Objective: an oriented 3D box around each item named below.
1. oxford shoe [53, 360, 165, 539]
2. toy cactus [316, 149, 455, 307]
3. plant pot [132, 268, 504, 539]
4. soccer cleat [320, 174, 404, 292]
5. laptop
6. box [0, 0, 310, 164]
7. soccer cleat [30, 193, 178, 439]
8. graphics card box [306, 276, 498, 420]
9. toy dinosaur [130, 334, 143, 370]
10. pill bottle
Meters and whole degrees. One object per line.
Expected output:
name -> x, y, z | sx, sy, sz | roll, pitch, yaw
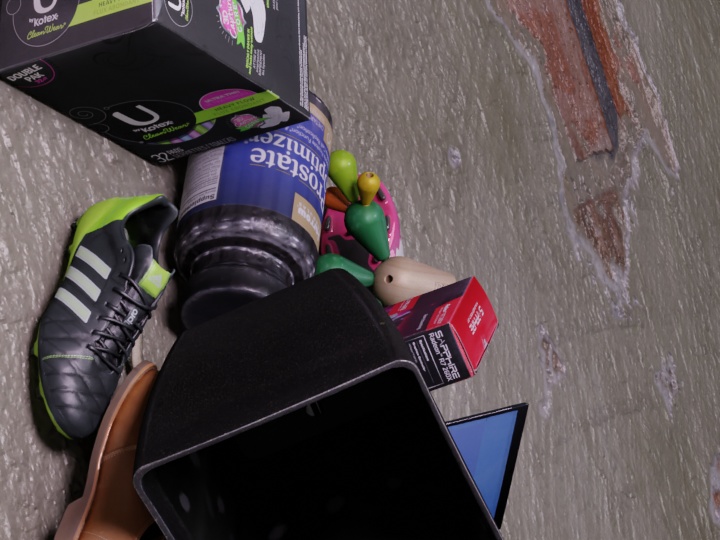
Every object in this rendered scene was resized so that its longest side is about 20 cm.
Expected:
oxford shoe -> -0.154, 0.149, 1.594 | 0.071, 0.071, 0.200 | 92, 10, -51
toy cactus -> 0.000, 0.000, 1.904 | 0.164, 0.102, 0.201 | 9, 73, -17
plant pot -> -0.036, 0.117, 1.608 | 0.178, 0.199, 0.200 | -106, 171, -54
soccer cleat -> 0.009, 0.020, 1.998 | 0.086, 0.070, 0.201 | 60, 22, -68
laptop -> 0.047, 0.216, 1.809 | 0.178, 0.103, 0.200 | 97, 11, -49
box -> -0.150, -0.180, 1.710 | 0.200, 0.148, 0.125 | 30, 52, -53
soccer cleat -> -0.176, 0.026, 1.628 | 0.068, 0.081, 0.200 | 47, 38, -40
graphics card box -> -0.001, 0.072, 1.776 | 0.051, 0.199, 0.125 | 66, 18, -11
toy dinosaur -> -0.127, 0.132, 1.704 | 0.200, 0.047, 0.088 | 60, 17, -24
pill bottle -> -0.084, -0.043, 1.798 | 0.112, 0.112, 0.200 | 45, 39, -42
